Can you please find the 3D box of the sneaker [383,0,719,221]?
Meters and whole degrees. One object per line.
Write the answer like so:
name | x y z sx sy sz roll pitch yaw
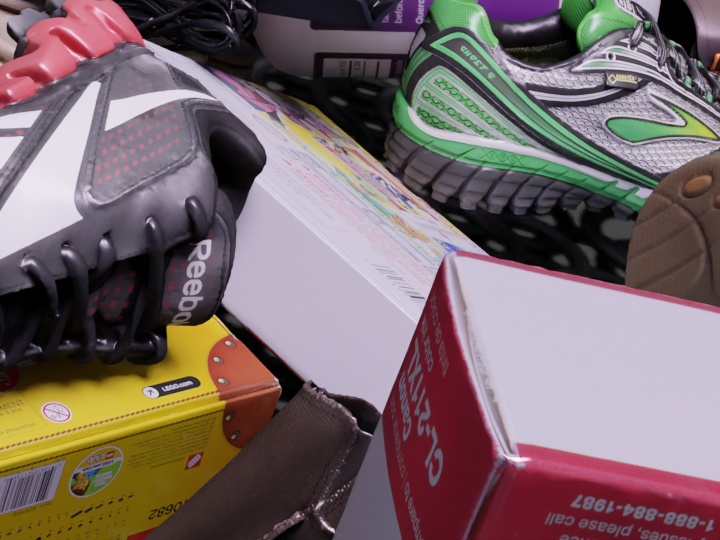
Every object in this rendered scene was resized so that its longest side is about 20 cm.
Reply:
sneaker | 0.113 -0.064 0.798 0.198 0.086 0.078 5 26 -10

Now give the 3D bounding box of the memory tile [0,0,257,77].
memory tile | -0.138 -0.113 0.840 0.153 0.017 0.200 30 17 15

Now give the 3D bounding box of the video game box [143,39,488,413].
video game box | 0.000 0.000 0.709 0.200 0.047 0.182 42 14 23

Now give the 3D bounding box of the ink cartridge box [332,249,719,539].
ink cartridge box | 0.058 0.112 0.502 0.144 0.201 0.083 12 30 -17

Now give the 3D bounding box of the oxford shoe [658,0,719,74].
oxford shoe | 0.212 -0.114 1.085 0.200 0.071 0.072 38 63 19

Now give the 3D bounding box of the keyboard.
keyboard | -0.069 -0.109 0.775 0.198 0.040 0.104 12 37 31

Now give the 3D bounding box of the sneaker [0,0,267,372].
sneaker | -0.089 -0.007 0.558 0.097 0.071 0.201 31 36 7

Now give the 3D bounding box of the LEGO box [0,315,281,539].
LEGO box | -0.148 0.036 0.601 0.199 0.078 0.149 -12 45 -43

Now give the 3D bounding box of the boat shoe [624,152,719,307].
boat shoe | 0.120 0.066 0.653 0.067 0.202 0.072 20 -17 -34

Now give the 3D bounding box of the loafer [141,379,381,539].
loafer | -0.009 0.067 0.569 0.198 0.072 0.073 -19 -2 3

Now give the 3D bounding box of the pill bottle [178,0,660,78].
pill bottle | 0.024 -0.138 0.861 0.198 0.113 0.113 1 34 -2
